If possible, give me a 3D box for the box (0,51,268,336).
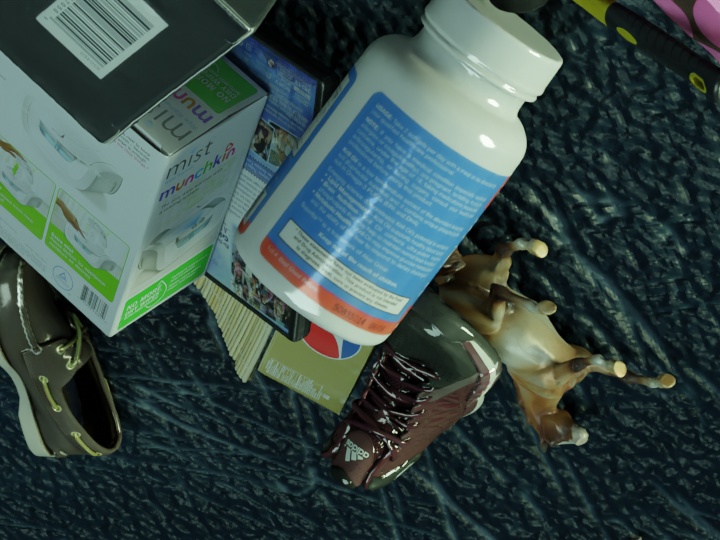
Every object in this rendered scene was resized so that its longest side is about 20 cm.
[{"bbox_3d":[-0.177,-0.093,1.699,0.200,0.097,0.177,41,139,17],"label":"box"}]

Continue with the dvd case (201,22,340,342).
[{"bbox_3d":[-0.074,-0.069,1.704,0.143,0.018,0.200,36,135,32],"label":"dvd case"}]

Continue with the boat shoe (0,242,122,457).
[{"bbox_3d":[-0.215,0.058,1.925,0.059,0.072,0.200,6,136,17],"label":"boat shoe"}]

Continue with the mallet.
[{"bbox_3d":[0.131,-0.150,1.491,0.200,0.041,0.066,34,148,47],"label":"mallet"}]

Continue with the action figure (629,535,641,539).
[{"bbox_3d":[0.190,0.283,1.859,0.134,0.149,0.200,36,152,3],"label":"action figure"}]

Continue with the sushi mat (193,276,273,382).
[{"bbox_3d":[-0.065,-0.022,1.763,0.096,0.012,0.200,61,146,28],"label":"sushi mat"}]

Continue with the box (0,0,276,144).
[{"bbox_3d":[-0.098,-0.192,1.523,0.107,0.200,0.148,43,137,-14],"label":"box"}]

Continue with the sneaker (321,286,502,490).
[{"bbox_3d":[0.026,0.087,1.727,0.076,0.116,0.200,41,168,16],"label":"sneaker"}]

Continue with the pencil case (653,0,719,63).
[{"bbox_3d":[0.171,-0.192,1.457,0.200,0.091,0.094,43,136,-17],"label":"pencil case"}]

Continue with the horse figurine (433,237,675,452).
[{"bbox_3d":[0.103,0.037,1.729,0.200,0.050,0.132,42,154,-24],"label":"horse figurine"}]

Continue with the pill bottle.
[{"bbox_3d":[0.026,-0.065,1.589,0.112,0.112,0.200,36,105,-6],"label":"pill bottle"}]

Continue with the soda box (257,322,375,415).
[{"bbox_3d":[0.000,0.000,1.748,0.064,0.068,0.200,29,137,2],"label":"soda box"}]
